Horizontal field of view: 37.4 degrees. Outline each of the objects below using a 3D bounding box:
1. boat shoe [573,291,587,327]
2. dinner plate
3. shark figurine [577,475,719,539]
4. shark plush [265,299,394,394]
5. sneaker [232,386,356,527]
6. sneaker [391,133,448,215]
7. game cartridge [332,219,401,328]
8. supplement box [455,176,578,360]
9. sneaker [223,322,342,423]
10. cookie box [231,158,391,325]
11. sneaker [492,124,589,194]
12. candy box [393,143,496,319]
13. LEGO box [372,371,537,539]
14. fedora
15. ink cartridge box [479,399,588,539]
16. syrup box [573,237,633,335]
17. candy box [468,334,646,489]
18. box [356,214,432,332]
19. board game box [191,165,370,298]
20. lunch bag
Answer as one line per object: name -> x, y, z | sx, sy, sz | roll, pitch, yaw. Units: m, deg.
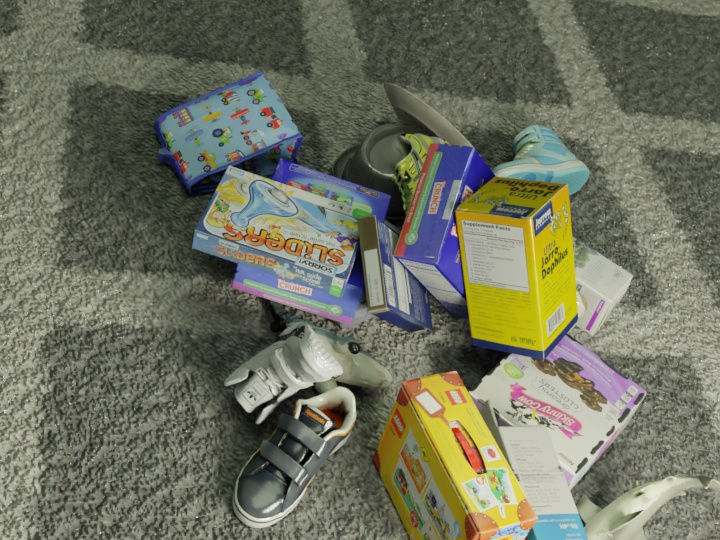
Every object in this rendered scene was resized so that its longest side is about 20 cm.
boat shoe -> 0.222, 0.028, 1.517 | 0.199, 0.071, 0.070 | 27, 69, 25
dinner plate -> 0.109, -0.222, 1.677 | 0.200, 0.200, 0.024 | 39, 87, 20
shark figurine -> 0.345, 0.299, 1.267 | 0.090, 0.213, 0.128 | 55, 9, -14
shark plush -> -0.053, 0.103, 1.378 | 0.199, 0.092, 0.083 | 21, 19, 33
sneaker -> -0.075, 0.206, 1.230 | 0.078, 0.080, 0.200 | 32, 46, 13
sneaker -> 0.080, -0.114, 1.517 | 0.076, 0.076, 0.201 | 14, 47, -11
game cartridge -> 0.000, 0.000, 1.494 | 0.133, 0.041, 0.200 | 35, 46, 22
supplement box -> 0.204, -0.005, 1.369 | 0.108, 0.202, 0.109 | 10, 32, 35
sneaker -> -0.091, 0.123, 1.231 | 0.115, 0.200, 0.075 | -41, 96, -10
cookie box -> -0.063, -0.041, 1.433 | 0.169, 0.076, 0.201 | 18, 43, -1
sneaker -> 0.266, -0.179, 1.736 | 0.198, 0.080, 0.131 | -5, 49, -36
candy box -> 0.138, -0.046, 1.428 | 0.076, 0.200, 0.171 | 8, 69, 33
LEGO box -> 0.099, 0.242, 1.201 | 0.076, 0.150, 0.201 | -8, 50, -25
fedora -> 0.052, -0.165, 1.635 | 0.176, 0.091, 0.200 | 37, 46, 18
ink cartridge box -> 0.187, 0.261, 1.236 | 0.066, 0.116, 0.201 | 1, 46, -17
syrup box -> 0.288, -0.002, 1.561 | 0.199, 0.082, 0.079 | 35, 47, 16
candy box -> 0.246, 0.178, 1.372 | 0.167, 0.072, 0.200 | 37, 46, 19
box -> 0.048, 0.011, 1.399 | 0.032, 0.200, 0.122 | -12, 74, 19
board game box -> -0.098, -0.051, 1.352 | 0.198, 0.035, 0.136 | 18, 45, 1
lunch bag -> -0.207, -0.196, 1.591 | 0.198, 0.095, 0.151 | -18, 56, -21
